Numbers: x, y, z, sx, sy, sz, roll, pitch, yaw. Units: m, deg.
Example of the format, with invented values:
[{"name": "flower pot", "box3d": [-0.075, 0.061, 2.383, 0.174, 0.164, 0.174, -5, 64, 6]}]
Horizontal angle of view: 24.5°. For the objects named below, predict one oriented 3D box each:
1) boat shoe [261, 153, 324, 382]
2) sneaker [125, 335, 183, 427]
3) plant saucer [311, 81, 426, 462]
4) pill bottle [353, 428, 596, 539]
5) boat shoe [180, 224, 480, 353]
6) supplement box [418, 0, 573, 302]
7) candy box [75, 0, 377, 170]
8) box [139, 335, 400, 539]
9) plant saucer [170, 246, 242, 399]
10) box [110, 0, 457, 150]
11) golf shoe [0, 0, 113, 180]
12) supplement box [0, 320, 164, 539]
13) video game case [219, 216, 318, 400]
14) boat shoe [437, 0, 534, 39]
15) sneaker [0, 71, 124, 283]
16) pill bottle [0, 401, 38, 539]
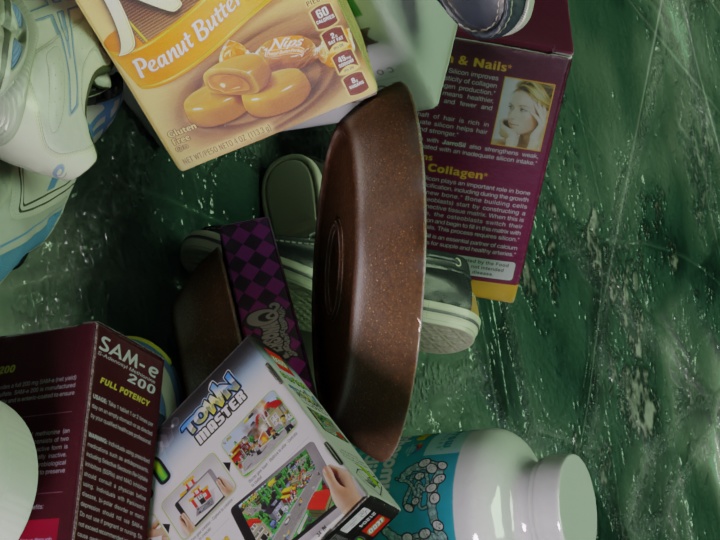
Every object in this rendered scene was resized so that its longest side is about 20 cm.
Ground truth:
[{"name": "boat shoe", "box3d": [-0.025, 0.020, 1.117, 0.057, 0.066, 0.202, 16, 65, -57]}, {"name": "sneaker", "box3d": [-0.128, 0.139, 0.871, 0.082, 0.074, 0.202, -11, 87, -60]}, {"name": "plant saucer", "box3d": [0.000, 0.000, 0.881, 0.200, 0.034, 0.202, -177, -90, -82]}, {"name": "pill bottle", "box3d": [0.048, 0.161, 1.069, 0.111, 0.199, 0.112, 30, 56, -58]}, {"name": "boat shoe", "box3d": [-0.017, 0.001, 1.044, 0.198, 0.075, 0.063, 13, 65, -16]}, {"name": "supplement box", "box3d": [0.064, -0.093, 1.156, 0.103, 0.130, 0.201, -82, -177, -57]}, {"name": "candy box", "box3d": [-0.079, -0.149, 0.808, 0.200, 0.115, 0.056, 61, 9, -47]}, {"name": "box", "box3d": [-0.086, 0.139, 0.779, 0.110, 0.200, 0.035, 50, 8, 35]}, {"name": "plant saucer", "box3d": [-0.077, 0.089, 0.943, 0.200, 0.036, 0.202, 168, -90, -84]}, {"name": "box", "box3d": [-0.055, -0.207, 0.971, 0.172, 0.198, 0.201, 54, 39, -44]}, {"name": "golf shoe", "box3d": [-0.166, -0.124, 0.821, 0.097, 0.078, 0.201, 38, 36, -38]}, {"name": "supplement box", "box3d": [-0.158, 0.132, 0.765, 0.061, 0.108, 0.202, 35, 53, -54]}, {"name": "video game case", "box3d": [-0.039, 0.101, 0.946, 0.201, 0.036, 0.182, -108, -172, -48]}, {"name": "boat shoe", "box3d": [0.035, -0.208, 0.847, 0.062, 0.074, 0.201, -48, 125, -56]}, {"name": "sneaker", "box3d": [-0.176, -0.050, 0.842, 0.200, 0.071, 0.073, -64, 164, -54]}, {"name": "pill bottle", "box3d": [-0.222, 0.060, 0.653, 0.200, 0.109, 0.110, 41, 47, -53]}]
